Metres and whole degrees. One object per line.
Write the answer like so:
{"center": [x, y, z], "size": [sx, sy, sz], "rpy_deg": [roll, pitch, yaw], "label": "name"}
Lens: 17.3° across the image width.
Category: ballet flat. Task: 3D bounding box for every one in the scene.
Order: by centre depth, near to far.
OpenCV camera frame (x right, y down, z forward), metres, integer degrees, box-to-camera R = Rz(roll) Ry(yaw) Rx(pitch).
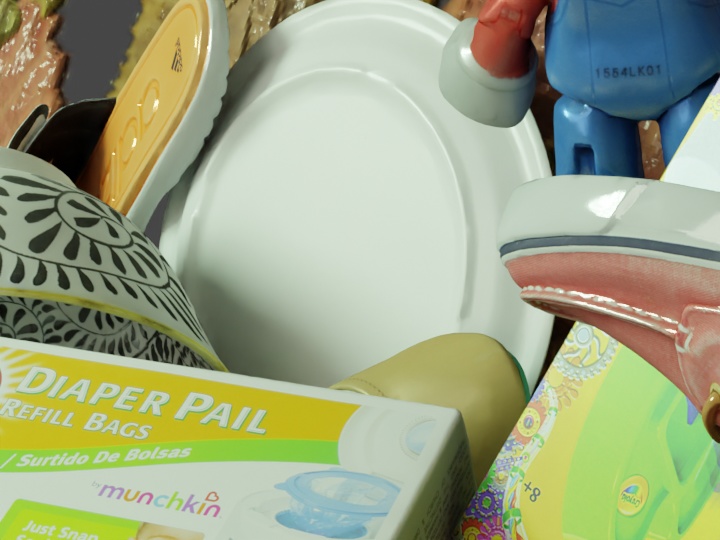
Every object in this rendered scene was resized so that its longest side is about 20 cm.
{"center": [-0.021, 0.084, 0.798], "size": [0.200, 0.063, 0.069], "rpy_deg": [-43, 60, 42], "label": "ballet flat"}

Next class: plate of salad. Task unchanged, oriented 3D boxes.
{"center": [0.000, 0.000, 0.861], "size": [0.200, 0.048, 0.200], "rpy_deg": [-6, 81, 43], "label": "plate of salad"}

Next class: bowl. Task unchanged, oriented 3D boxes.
{"center": [-0.144, 0.015, 0.860], "size": [0.201, 0.201, 0.094], "rpy_deg": [-27, 54, 37], "label": "bowl"}

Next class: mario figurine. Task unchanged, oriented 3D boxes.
{"center": [0.092, -0.095, 0.743], "size": [0.106, 0.123, 0.200], "rpy_deg": [-145, 43, -65], "label": "mario figurine"}

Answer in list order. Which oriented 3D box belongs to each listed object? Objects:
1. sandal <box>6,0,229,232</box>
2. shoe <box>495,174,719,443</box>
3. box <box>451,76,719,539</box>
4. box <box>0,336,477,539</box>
{"center": [-0.113, -0.041, 0.937], "size": [0.207, 0.059, 0.079], "rpy_deg": [123, 150, -42], "label": "sandal"}
{"center": [0.105, 0.035, 0.566], "size": [0.200, 0.071, 0.091], "rpy_deg": [12, 83, 41], "label": "shoe"}
{"center": [0.165, 0.058, 0.640], "size": [0.200, 0.122, 0.193], "rpy_deg": [42, 111, 41], "label": "box"}
{"center": [-0.072, 0.099, 0.722], "size": [0.200, 0.101, 0.113], "rpy_deg": [7, 41, 22], "label": "box"}
